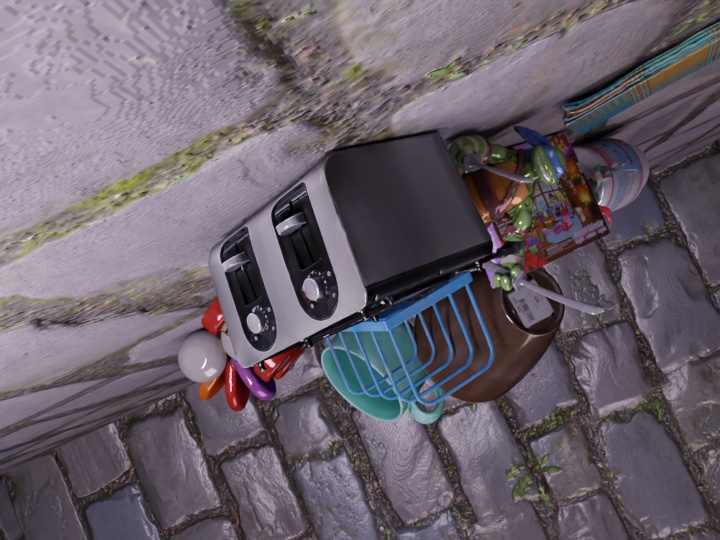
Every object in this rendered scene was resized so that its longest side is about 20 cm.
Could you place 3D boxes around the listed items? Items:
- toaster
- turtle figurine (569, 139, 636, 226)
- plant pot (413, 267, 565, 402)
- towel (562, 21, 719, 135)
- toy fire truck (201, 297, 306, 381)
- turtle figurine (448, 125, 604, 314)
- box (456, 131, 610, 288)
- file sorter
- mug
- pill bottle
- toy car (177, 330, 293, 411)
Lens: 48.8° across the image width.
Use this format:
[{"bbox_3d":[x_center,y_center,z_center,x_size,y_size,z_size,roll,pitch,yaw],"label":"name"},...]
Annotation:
[{"bbox_3d":[-0.003,-0.016,0.658,0.198,0.120,0.180,-19,174,-44],"label":"toaster"},{"bbox_3d":[0.256,-0.104,1.059,0.148,0.103,0.199,10,172,-34],"label":"turtle figurine"},{"bbox_3d":[0.192,0.071,1.096,0.185,0.189,0.200,-22,169,-22],"label":"plant pot"},{"bbox_3d":[0.300,-0.199,0.808,0.198,0.022,0.146,-29,175,19],"label":"towel"},{"bbox_3d":[-0.098,0.039,1.001,0.169,0.112,0.200,-50,174,-3],"label":"toy fire truck"},{"bbox_3d":[0.101,-0.047,0.749,0.192,0.203,0.144,-22,142,27],"label":"turtle figurine"},{"bbox_3d":[0.197,-0.075,0.916,0.198,0.139,0.039,-21,175,-40],"label":"box"},{"bbox_3d":[0.058,0.090,1.032,0.138,0.124,0.199,-28,-171,-26],"label":"file sorter"},{"bbox_3d":[0.042,0.147,1.218,0.115,0.186,0.151,-48,-166,-32],"label":"mug"},{"bbox_3d":[0.360,-0.140,1.194,0.108,0.110,0.199,-28,174,41],"label":"pill bottle"},{"bbox_3d":[-0.196,0.153,1.330,0.198,0.152,0.175,-25,175,11],"label":"toy car"}]
